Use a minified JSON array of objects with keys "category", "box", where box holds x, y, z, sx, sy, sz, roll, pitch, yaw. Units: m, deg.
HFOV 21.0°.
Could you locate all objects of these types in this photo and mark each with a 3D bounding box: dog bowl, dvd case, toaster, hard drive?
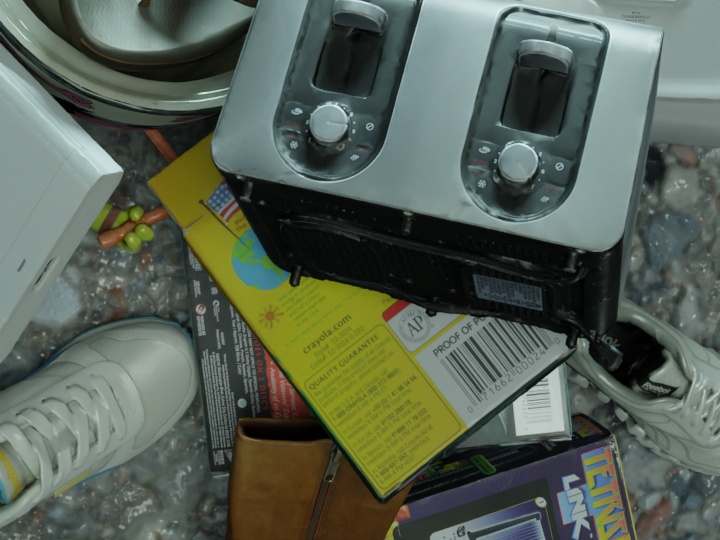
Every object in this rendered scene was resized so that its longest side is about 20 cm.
[{"category":"dog bowl","box":[-0.109,-0.160,0.982,0.198,0.074,0.202,6,71,-18]},{"category":"dvd case","box":[0.008,0.028,1.042,0.198,0.022,0.148,-7,97,7]},{"category":"toaster","box":[0.043,-0.048,0.884,0.179,0.200,0.120,13,77,10]},{"category":"hard drive","box":[-0.217,-0.066,0.951,0.200,0.026,0.132,45,118,14]}]

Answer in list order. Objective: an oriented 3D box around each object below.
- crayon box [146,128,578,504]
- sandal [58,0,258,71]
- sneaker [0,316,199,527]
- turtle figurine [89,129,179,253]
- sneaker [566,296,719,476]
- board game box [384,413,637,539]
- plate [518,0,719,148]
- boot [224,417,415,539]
[{"category":"crayon box","box":[0.000,0.000,0.987,0.127,0.051,0.201,-36,82,-6]},{"category":"sandal","box":[-0.048,-0.148,0.929,0.198,0.055,0.082,-9,76,-22]},{"category":"sneaker","box":[-0.171,0.093,1.043,0.199,0.081,0.077,-28,104,-10]},{"category":"turtle figurine","box":[-0.202,-0.041,1.018,0.199,0.064,0.162,29,91,-10]},{"category":"sneaker","box":[0.181,0.068,1.134,0.199,0.081,0.076,31,89,-19]},{"category":"board game box","box":[0.086,0.205,1.145,0.164,0.057,0.202,-16,103,-14]},{"category":"plate","box":[0.139,-0.163,0.985,0.198,0.032,0.202,2,102,-16]},{"category":"boot","box":[-0.075,0.163,1.039,0.186,0.069,0.201,6,129,-14]}]
